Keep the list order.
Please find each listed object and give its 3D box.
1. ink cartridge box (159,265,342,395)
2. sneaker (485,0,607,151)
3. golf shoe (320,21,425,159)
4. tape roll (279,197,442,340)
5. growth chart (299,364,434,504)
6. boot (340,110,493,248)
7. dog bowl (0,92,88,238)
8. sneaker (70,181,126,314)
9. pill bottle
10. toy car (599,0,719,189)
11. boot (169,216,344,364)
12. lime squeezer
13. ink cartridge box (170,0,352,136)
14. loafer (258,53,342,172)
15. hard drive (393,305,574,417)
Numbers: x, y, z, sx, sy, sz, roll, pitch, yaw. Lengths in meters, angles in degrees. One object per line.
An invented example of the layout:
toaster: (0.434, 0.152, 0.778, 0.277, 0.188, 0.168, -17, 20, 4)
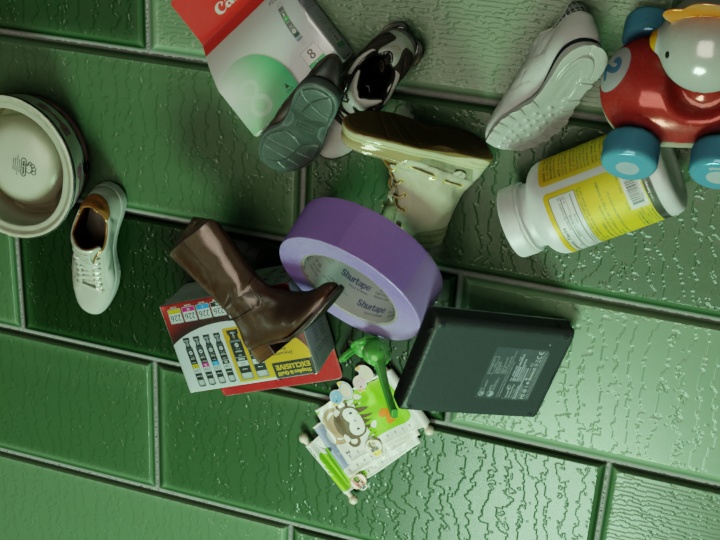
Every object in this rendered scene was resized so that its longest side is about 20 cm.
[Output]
ink cartridge box: (-0.143, 0.097, 1.587, 0.197, 0.084, 0.178, -11, 108, 23)
sneaker: (0.207, -0.214, 1.342, 0.076, 0.081, 0.200, 9, 144, -30)
golf shoe: (-0.007, -0.207, 1.404, 0.077, 0.095, 0.201, 36, 121, 0)
tape roll: (0.000, 0.000, 1.444, 0.198, 0.066, 0.201, 27, 155, 13)
growth chart: (0.005, 0.219, 1.624, 0.145, 0.018, 0.200, 45, 118, -2)
boot: (0.044, -0.102, 1.400, 0.198, 0.072, 0.156, 9, 127, -29)
dog bowl: (-0.458, -0.150, 1.603, 0.197, 0.074, 0.203, 7, 113, 17)
sneaker: (-0.376, -0.020, 1.623, 0.072, 0.085, 0.202, 17, 118, 10)
pill bottle: (0.262, -0.088, 1.346, 0.198, 0.113, 0.114, -20, 104, 26)
toy car: (0.327, -0.214, 1.181, 0.174, 0.187, 0.200, 8, 157, 17)
boot: (-0.135, -0.002, 1.459, 0.186, 0.064, 0.201, -37, 90, 35)
lime squeezer: (0.014, 0.115, 1.503, 0.037, 0.200, 0.072, -17, 111, -16)
ink cartridge box: (-0.130, -0.292, 1.439, 0.160, 0.050, 0.201, -36, 99, 28)
loafer: (-0.064, -0.185, 1.411, 0.071, 0.063, 0.200, 28, 150, -11)
hard drive: (0.152, 0.116, 1.452, 0.197, 0.033, 0.141, 6, 121, -25)
